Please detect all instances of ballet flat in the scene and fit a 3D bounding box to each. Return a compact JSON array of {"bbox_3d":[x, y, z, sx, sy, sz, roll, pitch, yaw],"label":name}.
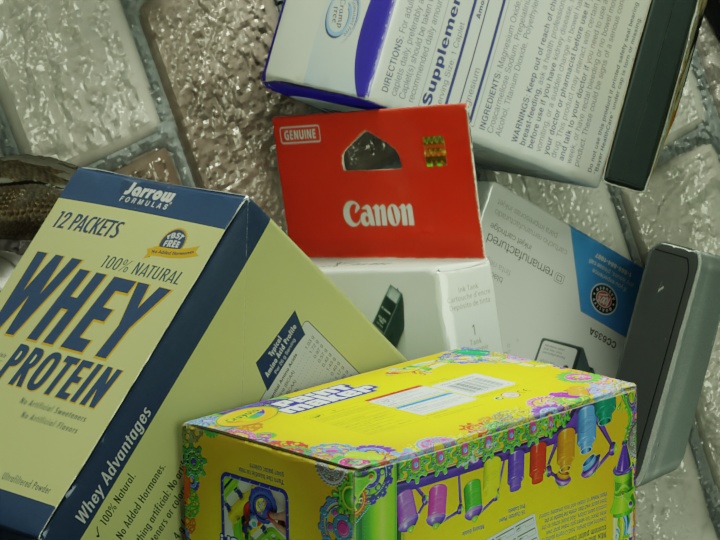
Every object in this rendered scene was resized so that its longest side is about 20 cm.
[{"bbox_3d":[-0.183,-0.032,1.423,0.199,0.067,0.047,6,112,-55],"label":"ballet flat"}]

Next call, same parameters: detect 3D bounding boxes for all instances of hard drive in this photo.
[{"bbox_3d":[0.187,0.056,1.629,0.200,0.033,0.141,4,100,-77],"label":"hard drive"}]

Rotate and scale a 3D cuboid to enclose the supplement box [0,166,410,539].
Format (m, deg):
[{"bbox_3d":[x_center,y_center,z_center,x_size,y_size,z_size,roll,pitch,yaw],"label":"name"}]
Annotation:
[{"bbox_3d":[-0.092,0.089,1.346,0.200,0.134,0.201,46,65,-39],"label":"supplement box"}]

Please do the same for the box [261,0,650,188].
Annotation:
[{"bbox_3d":[0.066,-0.165,1.569,0.199,0.105,0.185,18,87,-41],"label":"box"}]

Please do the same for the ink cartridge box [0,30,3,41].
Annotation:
[{"bbox_3d":[-0.272,-0.045,1.292,0.085,0.144,0.201,39,53,-29],"label":"ink cartridge box"}]

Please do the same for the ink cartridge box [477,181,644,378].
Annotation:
[{"bbox_3d":[0.075,0.066,1.610,0.146,0.086,0.201,27,73,-34],"label":"ink cartridge box"}]

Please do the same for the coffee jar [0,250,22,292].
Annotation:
[{"bbox_3d":[-0.241,0.065,1.370,0.200,0.104,0.086,-34,111,-31],"label":"coffee jar"}]

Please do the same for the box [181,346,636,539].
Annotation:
[{"bbox_3d":[0.027,0.156,1.296,0.199,0.122,0.194,-12,106,-44],"label":"box"}]

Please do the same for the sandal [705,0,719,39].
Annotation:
[{"bbox_3d":[0.278,-0.156,1.781,0.076,0.043,0.200,-51,117,-24],"label":"sandal"}]

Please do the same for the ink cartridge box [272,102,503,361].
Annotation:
[{"bbox_3d":[0.000,0.000,1.485,0.043,0.199,0.175,-13,98,-34],"label":"ink cartridge box"}]

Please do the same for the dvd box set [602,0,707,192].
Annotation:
[{"bbox_3d":[0.188,-0.140,1.620,0.029,0.200,0.147,16,107,7],"label":"dvd box set"}]
